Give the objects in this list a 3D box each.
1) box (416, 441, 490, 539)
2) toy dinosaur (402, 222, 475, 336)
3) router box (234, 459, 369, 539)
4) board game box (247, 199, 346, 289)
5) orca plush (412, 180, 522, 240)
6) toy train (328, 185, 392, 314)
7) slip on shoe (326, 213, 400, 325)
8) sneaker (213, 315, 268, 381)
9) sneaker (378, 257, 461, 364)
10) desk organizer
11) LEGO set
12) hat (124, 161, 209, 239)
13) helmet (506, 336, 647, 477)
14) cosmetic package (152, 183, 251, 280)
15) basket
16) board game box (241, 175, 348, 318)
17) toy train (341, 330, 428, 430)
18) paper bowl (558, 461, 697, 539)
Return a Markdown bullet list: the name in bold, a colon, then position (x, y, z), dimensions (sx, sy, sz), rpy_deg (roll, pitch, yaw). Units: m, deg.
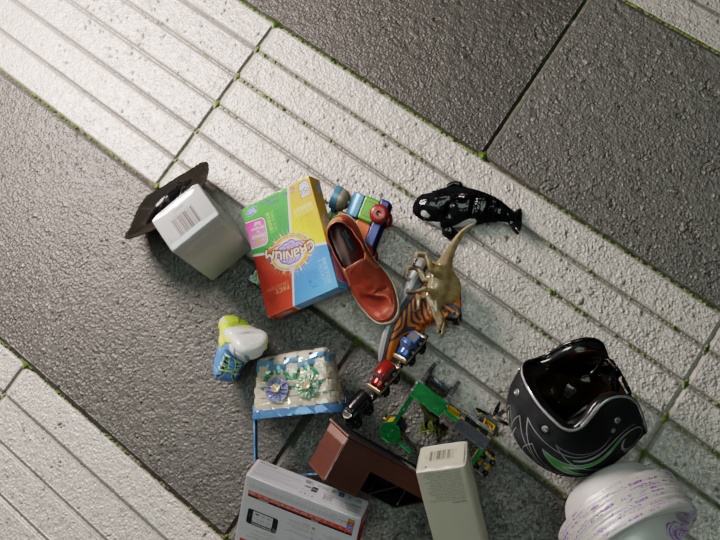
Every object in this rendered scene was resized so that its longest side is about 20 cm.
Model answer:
- **box**: position (0.147, 0.373, 1.145), dimensions (0.080, 0.069, 0.205), rpy_deg (-9, 107, 14)
- **toy dinosaur**: position (0.127, 0.009, 1.242), dimensions (0.099, 0.058, 0.205), rpy_deg (18, 73, -12)
- **router box**: position (-0.100, 0.421, 1.184), dimensions (0.195, 0.049, 0.184), rpy_deg (17, 110, 11)
- **board game box**: position (-0.110, -0.040, 1.350), dimensions (0.103, 0.023, 0.203), rpy_deg (30, 82, 10)
- **orca plush**: position (0.187, -0.106, 1.301), dimensions (0.196, 0.071, 0.107), rpy_deg (22, 80, 12)
- **toy train**: position (-0.026, -0.041, 1.304), dimensions (0.113, 0.085, 0.205), rpy_deg (22, 90, 10)
- **slip on shoe**: position (0.000, 0.000, 1.225), dimensions (0.073, 0.061, 0.204), rpy_deg (-29, 86, 17)
- **sneaker**: position (-0.203, 0.145, 1.247), dimensions (0.074, 0.200, 0.108), rpy_deg (10, 95, -17)
- **sneaker**: position (0.110, 0.085, 1.263), dimensions (0.110, 0.078, 0.204), rpy_deg (25, 81, 13)
- **desk organizer**: position (0.021, 0.319, 1.168), dimensions (0.198, 0.071, 0.078), rpy_deg (34, 84, -27)
- **LEGO set**: position (0.139, 0.251, 1.223), dimensions (0.197, 0.116, 0.157), rpy_deg (27, 109, 14)
- **hat**: position (-0.331, -0.104, 1.356), dimensions (0.198, 0.081, 0.203), rpy_deg (-29, 32, 20)
- **helmet**: position (0.322, 0.218, 1.145), dimensions (0.187, 0.200, 0.204), rpy_deg (-26, 75, 9)
- **cosmetic package**: position (-0.267, -0.061, 1.282), dimensions (0.101, 0.200, 0.075), rpy_deg (-37, 75, -4)
- **basket**: position (-0.101, 0.237, 1.223), dimensions (0.171, 0.139, 0.206), rpy_deg (-9, 85, 5)
- **board game box**: position (-0.116, -0.039, 1.292), dimensions (0.150, 0.040, 0.205), rpy_deg (-23, 75, 23)
- **toy train**: position (0.040, 0.168, 1.190), dimensions (0.034, 0.046, 0.200), rpy_deg (23, 62, 44)
- **paper bowl**: position (0.386, 0.364, 1.105), dimensions (0.197, 0.203, 0.106), rpy_deg (-25, 47, 0)
